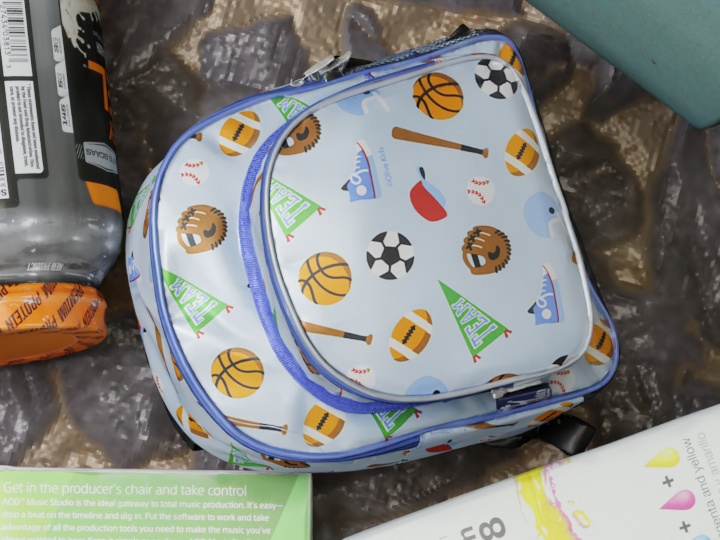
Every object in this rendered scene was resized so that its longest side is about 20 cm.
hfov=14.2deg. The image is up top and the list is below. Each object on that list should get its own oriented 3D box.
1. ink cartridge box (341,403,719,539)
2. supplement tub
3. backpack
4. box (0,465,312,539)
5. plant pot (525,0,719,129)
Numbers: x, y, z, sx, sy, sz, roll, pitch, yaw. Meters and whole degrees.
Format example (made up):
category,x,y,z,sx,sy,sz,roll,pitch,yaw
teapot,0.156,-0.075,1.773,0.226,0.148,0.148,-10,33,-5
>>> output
category,x,y,z,sx,sy,sz,roll,pitch,yaw
ink cartridge box,0.102,0.151,1.203,0.199,0.145,0.146,-19,82,-4
supplement tub,-0.168,-0.063,1.246,0.122,0.123,0.201,-7,81,-3
backpack,0.000,0.000,1.219,0.190,0.154,0.201,-17,81,-9
box,-0.093,0.185,1.248,0.144,0.036,0.201,1,81,-1
plant pot,0.125,-0.178,1.249,0.196,0.200,0.200,42,81,-2
